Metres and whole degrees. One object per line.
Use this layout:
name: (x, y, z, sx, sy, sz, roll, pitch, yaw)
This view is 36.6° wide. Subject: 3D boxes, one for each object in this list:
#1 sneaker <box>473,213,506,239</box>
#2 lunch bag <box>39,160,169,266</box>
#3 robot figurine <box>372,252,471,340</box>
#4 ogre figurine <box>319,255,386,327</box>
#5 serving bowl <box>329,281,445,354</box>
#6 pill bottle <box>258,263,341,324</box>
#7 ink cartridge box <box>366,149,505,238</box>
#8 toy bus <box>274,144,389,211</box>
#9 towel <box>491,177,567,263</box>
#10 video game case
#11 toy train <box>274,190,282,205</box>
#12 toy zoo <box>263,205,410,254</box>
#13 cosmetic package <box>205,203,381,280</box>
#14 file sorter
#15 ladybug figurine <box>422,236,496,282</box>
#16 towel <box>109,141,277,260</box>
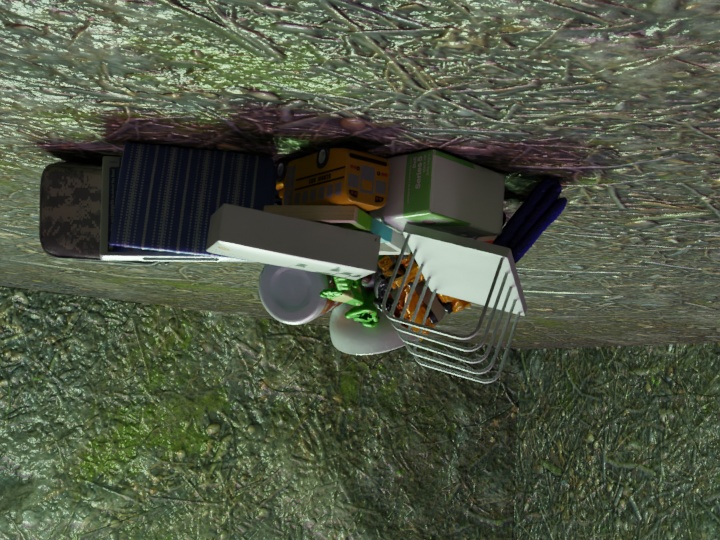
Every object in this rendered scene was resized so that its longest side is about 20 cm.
sneaker: (0.127, -0.070, 1.600, 0.198, 0.067, 0.090, -5, 166, 38)
lunch bag: (-0.328, -0.082, 1.529, 0.198, 0.141, 0.168, 3, -172, 9)
robot figurine: (0.087, 0.021, 1.582, 0.144, 0.058, 0.200, -35, 143, 0)
ogre figurine: (0.000, 0.000, 1.600, 0.097, 0.121, 0.200, -5, 156, 34)
serving bowl: (0.038, 0.055, 1.756, 0.198, 0.066, 0.201, -16, -156, 7)
pill bottle: (-0.074, 0.013, 1.697, 0.111, 0.114, 0.200, 1, -172, 17)
ink cartridge box: (0.066, -0.090, 1.421, 0.145, 0.085, 0.199, 13, 168, -43)
toy bus: (-0.043, -0.108, 1.371, 0.065, 0.079, 0.199, 9, 170, -32)
towel: (0.209, -0.035, 1.486, 0.049, 0.148, 0.200, 36, 163, 3)
video game case: (-0.229, -0.079, 1.389, 0.198, 0.145, 0.018, 1, 154, -11)
toy train: (-0.134, -0.073, 1.492, 0.198, 0.087, 0.115, 2, -148, -22)
toy zoo: (-0.020, -0.047, 1.396, 0.130, 0.021, 0.200, 2, 168, 26)
cosmetic package: (-0.082, -0.032, 1.325, 0.198, 0.051, 0.082, 11, 167, -16)
file sorter: (0.121, 0.050, 1.398, 0.137, 0.126, 0.200, 15, 163, 21)
ladybug figurine: (0.149, -0.027, 1.705, 0.199, 0.073, 0.135, -16, 179, -41)
towel: (-0.207, -0.086, 1.375, 0.198, 0.146, 0.024, 6, 158, -7)
